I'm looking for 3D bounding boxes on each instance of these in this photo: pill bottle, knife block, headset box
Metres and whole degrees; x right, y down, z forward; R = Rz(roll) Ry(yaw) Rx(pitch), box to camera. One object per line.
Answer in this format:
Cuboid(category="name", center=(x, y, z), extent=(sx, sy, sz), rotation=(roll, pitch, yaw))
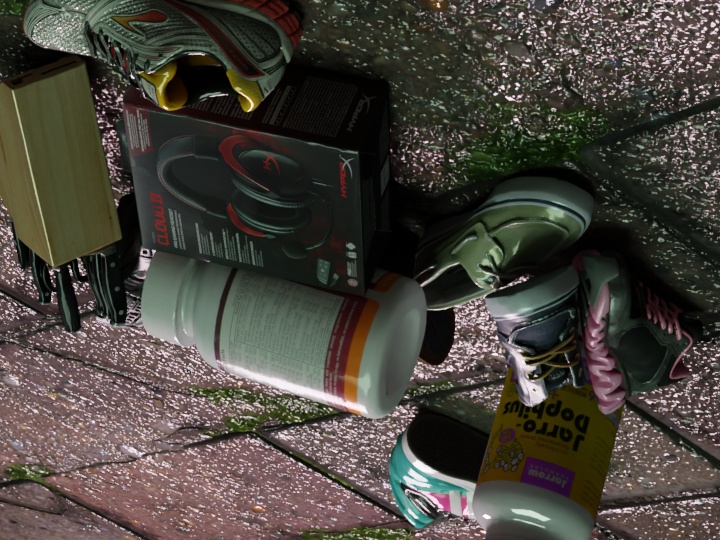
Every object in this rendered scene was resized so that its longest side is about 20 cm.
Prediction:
Cuboid(category="pill bottle", center=(-0.058, 0.034, 1.515), extent=(0.198, 0.110, 0.110), rotation=(17, 156, 18))
Cuboid(category="knife block", center=(-0.224, -0.047, 1.536), extent=(0.177, 0.064, 0.200), rotation=(61, 155, 9))
Cuboid(category="pill bottle", center=(0.154, 0.164, 1.664), extent=(0.103, 0.201, 0.104), rotation=(14, 155, 7))
Cuboid(category="headset box", center=(-0.081, -0.075, 1.442), extent=(0.198, 0.075, 0.149), rotation=(13, 138, 13))

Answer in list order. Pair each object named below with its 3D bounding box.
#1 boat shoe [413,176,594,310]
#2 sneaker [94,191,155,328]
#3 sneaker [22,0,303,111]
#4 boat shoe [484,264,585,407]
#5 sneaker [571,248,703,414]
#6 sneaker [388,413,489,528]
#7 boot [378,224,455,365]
Cuboid(category="boat shoe", center=(0.104, -0.015, 1.494), extent=(0.072, 0.062, 0.200), rotation=(28, 154, -20))
Cuboid(category="sneaker", center=(-0.164, -0.037, 1.620), extent=(0.075, 0.091, 0.200), rotation=(13, 139, -36))
Cuboid(category="sneaker", center=(-0.143, -0.156, 1.350), extent=(0.198, 0.083, 0.078), rotation=(9, 154, 21))
Cuboid(category="boat shoe", center=(0.140, 0.051, 1.498), extent=(0.070, 0.092, 0.200), rotation=(-20, 176, 2))
Cuboid(category="sneaker", center=(0.216, 0.039, 1.541), extent=(0.094, 0.080, 0.200), rotation=(-10, 151, 7))
Cuboid(category="sneaker", center=(0.108, 0.221, 1.950), extent=(0.199, 0.084, 0.121), rotation=(32, 148, -9))
Cuboid(category="boot", center=(0.000, 0.000, 1.602), extent=(0.096, 0.075, 0.200), rotation=(8, 145, 42))
